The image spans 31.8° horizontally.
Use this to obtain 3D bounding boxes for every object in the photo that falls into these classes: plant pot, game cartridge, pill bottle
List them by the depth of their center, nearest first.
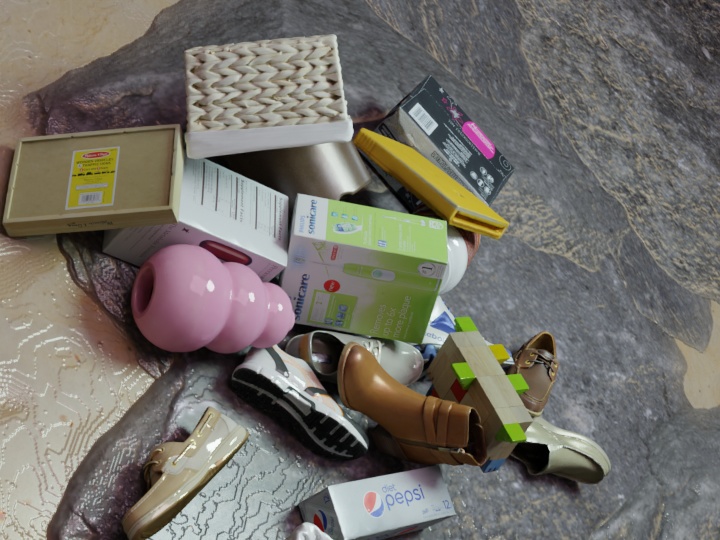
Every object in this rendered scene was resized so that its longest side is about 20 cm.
[{"bbox_3d":[-0.096,-0.163,1.670,0.200,0.199,0.200,-36,96,-50],"label":"plant pot"},{"bbox_3d":[0.094,-0.119,1.736,0.199,0.033,0.176,40,13,27],"label":"game cartridge"},{"bbox_3d":[0.102,-0.030,1.773,0.113,0.112,0.200,50,20,-3],"label":"pill bottle"}]

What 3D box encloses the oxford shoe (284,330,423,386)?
[{"bbox_3d":[-0.001,0.115,1.628,0.198,0.058,0.076,10,69,-27],"label":"oxford shoe"}]

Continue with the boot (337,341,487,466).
[{"bbox_3d":[0.064,0.170,1.553,0.077,0.154,0.202,-51,132,-37],"label":"boot"}]

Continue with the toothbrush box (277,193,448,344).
[{"bbox_3d":[0.000,0.000,1.607,0.197,0.147,0.087,11,40,-6],"label":"toothbrush box"}]

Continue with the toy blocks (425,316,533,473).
[{"bbox_3d":[0.140,0.182,1.642,0.099,0.138,0.201,-2,46,-34],"label":"toy blocks"}]

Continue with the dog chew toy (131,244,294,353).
[{"bbox_3d":[-0.167,0.042,1.490,0.198,0.124,0.126,14,53,-33],"label":"dog chew toy"}]

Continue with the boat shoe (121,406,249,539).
[{"bbox_3d":[-0.203,0.219,1.384,0.069,0.074,0.200,42,39,5],"label":"boat shoe"}]

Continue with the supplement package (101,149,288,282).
[{"bbox_3d":[-0.198,-0.057,1.544,0.198,0.114,0.111,23,48,-29],"label":"supplement package"}]

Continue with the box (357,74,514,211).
[{"bbox_3d":[0.114,-0.168,1.924,0.200,0.115,0.132,46,40,-5],"label":"box"}]

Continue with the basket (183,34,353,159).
[{"bbox_3d":[-0.112,-0.210,1.503,0.136,0.197,0.125,-100,-176,-79],"label":"basket"}]

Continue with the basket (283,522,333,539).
[{"bbox_3d":[-0.060,0.411,1.308,0.198,0.160,0.201,42,42,-13],"label":"basket"}]

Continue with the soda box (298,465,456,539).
[{"bbox_3d":[0.023,0.291,1.548,0.198,0.063,0.069,-3,66,-45],"label":"soda box"}]

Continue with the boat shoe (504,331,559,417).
[{"bbox_3d":[0.248,0.143,1.823,0.071,0.068,0.200,30,22,1],"label":"boat shoe"}]

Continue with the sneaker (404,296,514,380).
[{"bbox_3d":[0.125,0.091,1.777,0.197,0.080,0.117,8,60,-39],"label":"sneaker"}]

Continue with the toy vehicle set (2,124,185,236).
[{"bbox_3d":[-0.302,-0.103,1.442,0.197,0.027,0.126,-4,55,6],"label":"toy vehicle set"}]

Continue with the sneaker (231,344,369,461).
[{"bbox_3d":[-0.063,0.156,1.556,0.200,0.074,0.080,41,39,-15],"label":"sneaker"}]

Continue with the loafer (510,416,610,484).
[{"bbox_3d":[0.269,0.263,1.806,0.198,0.076,0.069,27,47,-15],"label":"loafer"}]
